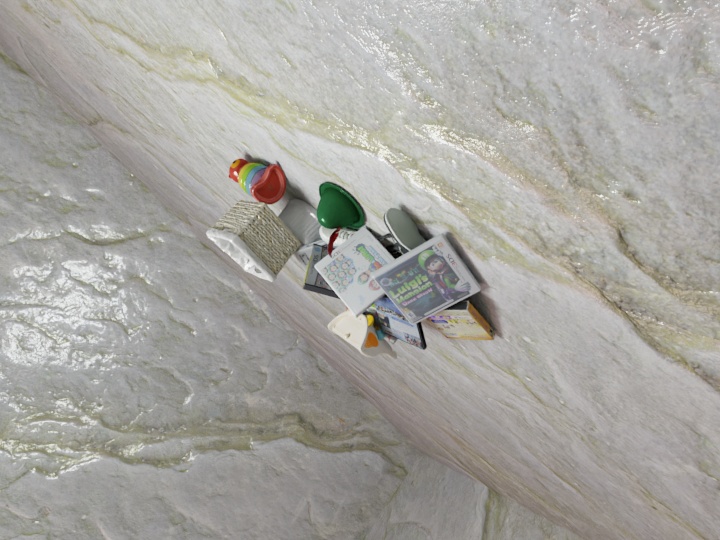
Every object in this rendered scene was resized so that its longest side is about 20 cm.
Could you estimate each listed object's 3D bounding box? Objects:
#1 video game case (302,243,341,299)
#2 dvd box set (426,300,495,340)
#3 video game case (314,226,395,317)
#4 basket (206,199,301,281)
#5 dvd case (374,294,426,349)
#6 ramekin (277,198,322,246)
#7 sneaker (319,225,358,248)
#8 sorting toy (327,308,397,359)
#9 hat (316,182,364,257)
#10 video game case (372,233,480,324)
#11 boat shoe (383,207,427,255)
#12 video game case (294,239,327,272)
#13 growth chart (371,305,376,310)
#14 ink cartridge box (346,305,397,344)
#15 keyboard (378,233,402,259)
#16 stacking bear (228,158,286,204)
[{"bbox_3d":[-0.056,0.011,1.467,0.200,0.181,0.026,16,130,-8],"label":"video game case"},{"bbox_3d":[0.260,0.136,1.369,0.146,0.029,0.200,-3,150,36],"label":"dvd box set"},{"bbox_3d":[0.000,0.000,1.388,0.200,0.182,0.024,49,174,27],"label":"video game case"},{"bbox_3d":[-0.328,-0.098,1.563,0.198,0.161,0.200,15,154,51],"label":"basket"},{"bbox_3d":[0.108,0.137,1.414,0.143,0.018,0.200,20,147,32],"label":"dvd case"},{"bbox_3d":[-0.190,-0.128,1.662,0.200,0.105,0.200,36,161,15],"label":"ramekin"},{"bbox_3d":[-0.030,-0.091,1.493,0.200,0.077,0.081,27,160,11],"label":"sneaker"},{"bbox_3d":[0.029,0.208,1.560,0.180,0.107,0.200,41,171,-34],"label":"sorting toy"},{"bbox_3d":[-0.102,-0.125,1.388,0.166,0.176,0.200,41,161,-1],"label":"hat"},{"bbox_3d":[0.161,0.027,1.235,0.182,0.200,0.023,50,-157,-24],"label":"video game case"},{"bbox_3d":[0.118,-0.070,1.247,0.200,0.076,0.060,48,150,-18],"label":"boat shoe"},{"bbox_3d":[-0.093,-0.027,1.635,0.200,0.182,0.023,62,-166,-45],"label":"video game case"},{"bbox_3d":[0.094,0.078,1.523,0.200,0.145,0.018,33,172,15],"label":"growth chart"},{"bbox_3d":[0.074,0.107,1.612,0.200,0.145,0.145,36,160,13],"label":"ink cartridge box"},{"bbox_3d":[0.105,-0.058,1.385,0.127,0.021,0.200,45,160,-13],"label":"keyboard"},{"bbox_3d":[-0.335,-0.289,1.580,0.200,0.121,0.114,31,169,34],"label":"stacking bear"}]
